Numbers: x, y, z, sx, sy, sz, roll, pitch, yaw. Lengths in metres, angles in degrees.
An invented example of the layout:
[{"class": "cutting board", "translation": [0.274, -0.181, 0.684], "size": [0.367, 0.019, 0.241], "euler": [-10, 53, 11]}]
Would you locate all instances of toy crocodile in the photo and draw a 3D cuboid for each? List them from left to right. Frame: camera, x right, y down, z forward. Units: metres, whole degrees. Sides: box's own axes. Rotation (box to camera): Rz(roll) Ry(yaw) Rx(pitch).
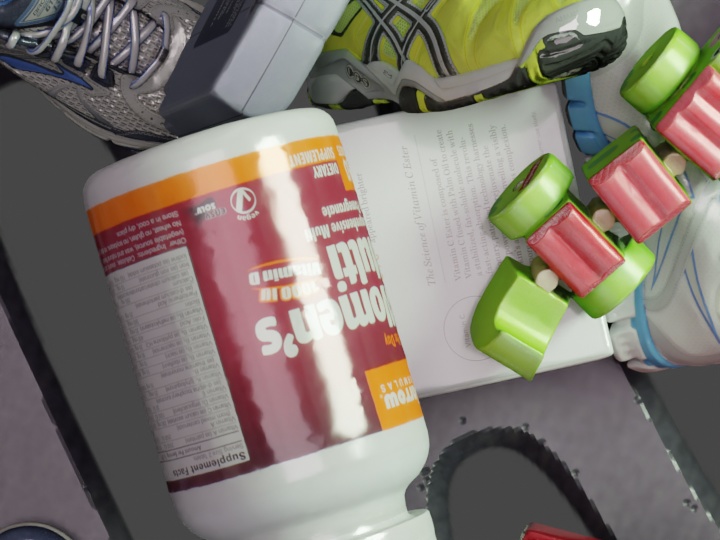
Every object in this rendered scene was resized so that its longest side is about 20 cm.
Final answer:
[{"class": "toy crocodile", "translation": [0.119, -0.039, 1.055], "size": [0.068, 0.062, 0.200], "euler": [44, 98, -9]}]

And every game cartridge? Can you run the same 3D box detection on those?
[{"class": "game cartridge", "translation": [-0.019, -0.150, 1.092], "size": [0.041, 0.133, 0.201], "euler": [30, 80, -19]}]

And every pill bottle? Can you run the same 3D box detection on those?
[{"class": "pill bottle", "translation": [-0.035, 0.044, 1.035], "size": [0.109, 0.110, 0.201], "euler": [-17, 88, -2]}]

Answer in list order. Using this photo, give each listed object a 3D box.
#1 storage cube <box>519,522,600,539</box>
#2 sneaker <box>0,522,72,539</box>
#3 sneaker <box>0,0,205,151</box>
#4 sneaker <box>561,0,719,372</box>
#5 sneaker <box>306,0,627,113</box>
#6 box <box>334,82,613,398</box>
[{"class": "storage cube", "translation": [0.136, 0.210, 1.083], "size": [0.179, 0.200, 0.172], "euler": [14, 87, 6]}, {"class": "sneaker", "translation": [-0.134, 0.201, 1.119], "size": [0.075, 0.085, 0.201], "euler": [-15, 70, -1]}, {"class": "sneaker", "translation": [-0.137, -0.112, 1.152], "size": [0.199, 0.085, 0.077], "euler": [23, 87, 0]}, {"class": "sneaker", "translation": [0.147, -0.046, 1.118], "size": [0.086, 0.075, 0.201], "euler": [4, 121, 36]}, {"class": "sneaker", "translation": [0.034, -0.110, 1.087], "size": [0.075, 0.200, 0.077], "euler": [-15, 100, -35]}, {"class": "box", "translation": [0.000, 0.000, 1.141], "size": [0.199, 0.097, 0.125], "euler": [-11, 87, -2]}]
